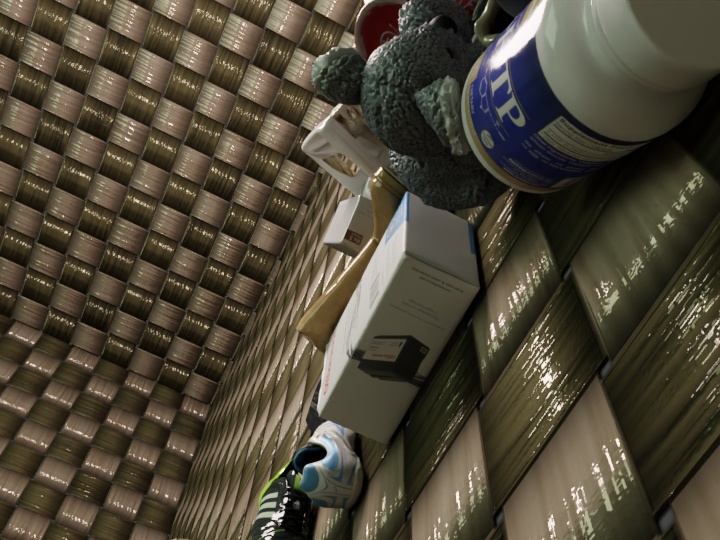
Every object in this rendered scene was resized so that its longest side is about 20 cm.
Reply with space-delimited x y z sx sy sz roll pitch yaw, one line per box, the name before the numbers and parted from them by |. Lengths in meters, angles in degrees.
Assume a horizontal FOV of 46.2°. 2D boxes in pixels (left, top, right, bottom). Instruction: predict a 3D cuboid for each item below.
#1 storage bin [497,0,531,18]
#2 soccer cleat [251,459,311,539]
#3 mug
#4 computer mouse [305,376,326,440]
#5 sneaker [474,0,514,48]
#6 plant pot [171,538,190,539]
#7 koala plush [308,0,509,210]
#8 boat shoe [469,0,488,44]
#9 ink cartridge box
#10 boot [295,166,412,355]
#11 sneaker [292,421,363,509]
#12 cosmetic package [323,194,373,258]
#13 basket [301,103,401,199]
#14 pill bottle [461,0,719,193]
storage bin | 0.201 -0.298 0.670 0.201 0.144 0.135 -57 3 43
soccer cleat | -0.089 0.290 1.007 0.082 0.067 0.200 -58 13 6
mug | 0.067 -0.309 1.005 0.200 0.175 0.135 -49 -29 -43
computer mouse | -0.057 0.230 1.116 0.058 0.034 0.204 26 97 56
sneaker | 0.177 -0.286 0.815 0.087 0.082 0.202 -18 -36 -40
plant pot | -0.048 0.295 0.452 0.202 0.196 0.179 -60 22 32
koala plush | 0.065 -0.143 0.728 0.199 0.175 0.187 -6 -61 -61
boat shoe | 0.151 -0.264 0.944 0.060 0.076 0.201 11 57 49
ink cartridge box | 0.037 0.047 0.854 0.146 0.082 0.202 -84 19 -62
boot | 0.000 0.000 0.953 0.201 0.066 0.175 -48 -30 -1
sneaker | -0.041 0.206 0.944 0.200 0.071 0.073 -151 84 -82
cosmetic package | 0.014 -0.050 1.177 0.075 0.100 0.200 -67 10 -3
basket | 0.017 -0.173 1.095 0.124 0.135 0.200 -52 10 -5
pill bottle | 0.152 -0.133 0.545 0.122 0.118 0.200 -68 10 -16
